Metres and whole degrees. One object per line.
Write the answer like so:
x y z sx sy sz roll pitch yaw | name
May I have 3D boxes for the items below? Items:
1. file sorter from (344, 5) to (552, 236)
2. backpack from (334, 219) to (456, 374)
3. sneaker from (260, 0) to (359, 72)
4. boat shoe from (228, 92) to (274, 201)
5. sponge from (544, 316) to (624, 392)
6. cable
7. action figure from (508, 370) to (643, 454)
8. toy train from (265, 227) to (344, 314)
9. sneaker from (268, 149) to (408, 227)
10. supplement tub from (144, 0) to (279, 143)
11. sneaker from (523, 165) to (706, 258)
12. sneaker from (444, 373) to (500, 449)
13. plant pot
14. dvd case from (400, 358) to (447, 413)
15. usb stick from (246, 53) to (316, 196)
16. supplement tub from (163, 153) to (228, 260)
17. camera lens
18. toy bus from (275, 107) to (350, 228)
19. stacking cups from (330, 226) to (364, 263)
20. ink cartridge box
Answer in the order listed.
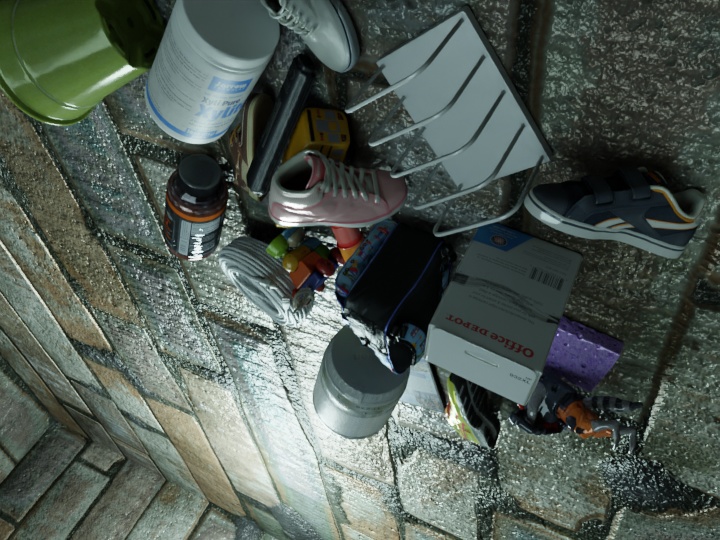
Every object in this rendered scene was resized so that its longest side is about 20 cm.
0.099 -0.156 0.740 0.137 0.125 0.201 -13 124 47 | file sorter
0.058 0.049 0.977 0.133 0.184 0.201 26 157 25 | backpack
-0.078 -0.310 0.750 0.072 0.071 0.201 -15 122 47 | sneaker
-0.170 -0.189 0.971 0.071 0.073 0.201 26 150 9 | boat shoe
0.280 0.105 0.978 0.197 0.030 0.113 26 144 13 | sponge
-0.172 0.019 1.177 0.198 0.070 0.201 33 160 21 | cable
0.326 0.205 0.984 0.192 0.198 0.107 25 102 38 | action figure
-0.105 -0.009 1.027 0.116 0.200 0.085 43 114 1 | toy train
-0.027 -0.111 0.857 0.196 0.077 0.105 -7 157 -7 | sneaker
-0.199 -0.270 0.845 0.132 0.133 0.199 41 145 -10 | supplement tub
0.278 -0.077 0.702 0.196 0.079 0.080 11 124 -13 | sneaker
0.188 0.257 1.188 0.089 0.079 0.202 5 136 38 | sneaker
-0.383 -0.324 0.906 0.186 0.202 0.202 -5 130 27 | plant pot
0.086 0.195 1.249 0.140 0.018 0.202 8 136 32 | dvd case
-0.110 -0.193 0.876 0.032 0.056 0.202 12 126 -25 | usb stick
-0.286 -0.111 1.122 0.106 0.108 0.201 32 144 2 | supplement tub
-0.001 0.201 1.172 0.158 0.161 0.201 28 144 7 | camera lens
-0.079 -0.141 0.934 0.077 0.066 0.201 0 149 -19 | toy bus
0.000 0.000 1.055 0.060 0.061 0.202 3 134 36 | stacking cups
0.186 0.049 0.839 0.143 0.201 0.085 22 143 15 | ink cartridge box
